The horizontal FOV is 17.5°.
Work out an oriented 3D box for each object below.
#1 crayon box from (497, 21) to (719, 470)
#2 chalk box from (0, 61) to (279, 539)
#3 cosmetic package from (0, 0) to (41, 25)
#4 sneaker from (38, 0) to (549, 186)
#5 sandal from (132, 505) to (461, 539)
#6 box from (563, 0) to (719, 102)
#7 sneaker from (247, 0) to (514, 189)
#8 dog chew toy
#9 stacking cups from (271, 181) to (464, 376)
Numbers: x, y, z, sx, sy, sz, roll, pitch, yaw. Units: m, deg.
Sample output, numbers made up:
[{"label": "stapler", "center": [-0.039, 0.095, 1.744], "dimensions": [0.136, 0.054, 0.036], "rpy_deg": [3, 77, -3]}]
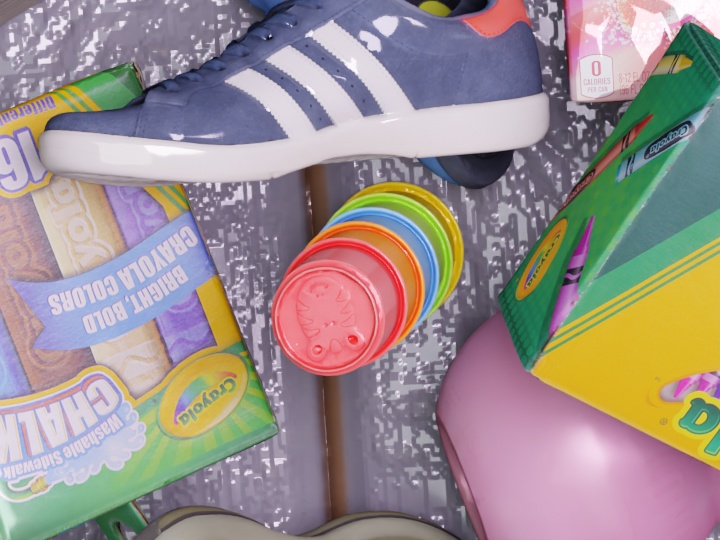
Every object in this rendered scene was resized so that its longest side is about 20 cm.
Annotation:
[{"label": "crayon box", "center": [0.162, 0.016, 0.801], "dimensions": [0.199, 0.058, 0.119], "rpy_deg": [26, 111, -20]}, {"label": "chalk box", "center": [-0.123, 0.039, 0.927], "dimensions": [0.123, 0.124, 0.201], "rpy_deg": [-22, 92, -24]}, {"label": "cosmetic package", "center": [-0.164, -0.137, 0.895], "dimensions": [0.105, 0.200, 0.071], "rpy_deg": [-30, 91, 8]}, {"label": "sneaker", "center": [-0.026, -0.079, 0.870], "dimensions": [0.198, 0.075, 0.085], "rpy_deg": [-8, 95, -24]}, {"label": "sandal", "center": [-0.018, 0.140, 0.923], "dimensions": [0.057, 0.200, 0.080], "rpy_deg": [31, 104, 39]}, {"label": "box", "center": [0.178, -0.122, 0.906], "dimensions": [0.198, 0.095, 0.104], "rpy_deg": [-2, 96, 7]}, {"label": "sneaker", "center": [-0.008, -0.117, 0.956], "dimensions": [0.078, 0.066, 0.201], "rpy_deg": [-24, 103, 42]}, {"label": "dog chew toy", "center": [0.133, 0.052, 0.922], "dimensions": [0.199, 0.125, 0.125], "rpy_deg": [-20, 93, -3]}, {"label": "stacking cups", "center": [0.000, 0.000, 0.889], "dimensions": [0.060, 0.200, 0.061], "rpy_deg": [1, 95, 9]}]
